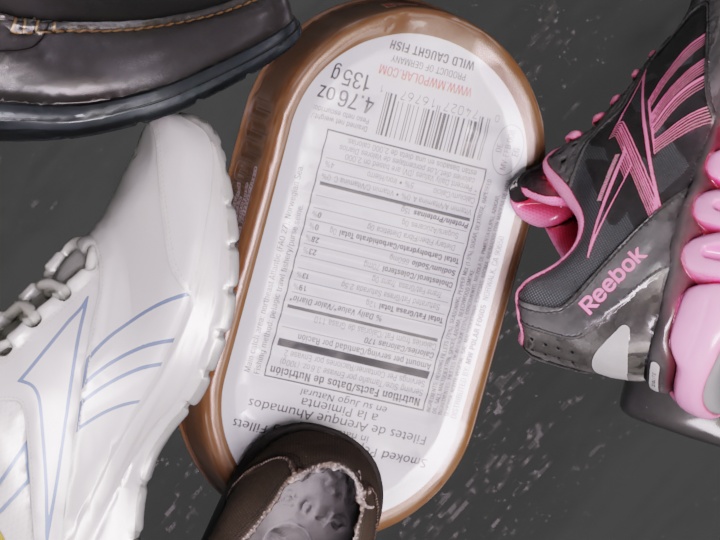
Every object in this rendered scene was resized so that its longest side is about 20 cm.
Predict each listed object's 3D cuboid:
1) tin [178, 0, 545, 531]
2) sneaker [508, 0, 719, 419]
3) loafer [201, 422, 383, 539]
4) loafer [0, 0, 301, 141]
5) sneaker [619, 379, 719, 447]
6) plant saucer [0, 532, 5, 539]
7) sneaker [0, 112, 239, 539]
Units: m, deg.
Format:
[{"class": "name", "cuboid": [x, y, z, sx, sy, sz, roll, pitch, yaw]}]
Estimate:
[{"class": "tin", "cuboid": [0.000, 0.000, 1.085, 0.111, 0.042, 0.201, 13, 95, -16]}, {"class": "sneaker", "cuboid": [0.103, -0.040, 1.065, 0.095, 0.201, 0.079, 6, 141, 14]}, {"class": "loafer", "cuboid": [-0.048, 0.143, 1.019, 0.073, 0.071, 0.201, 20, 81, -3]}, {"class": "loafer", "cuboid": [-0.118, -0.079, 1.013, 0.199, 0.073, 0.073, -15, 99, -17]}, {"class": "sneaker", "cuboid": [0.206, 0.029, 1.123, 0.200, 0.067, 0.108, 16, 92, -1]}, {"class": "plant saucer", "cuboid": [-0.205, 0.200, 1.017, 0.199, 0.048, 0.201, -9, 103, -2]}, {"class": "sneaker", "cuboid": [-0.101, 0.037, 1.039, 0.087, 0.074, 0.201, 20, 92, -16]}]
